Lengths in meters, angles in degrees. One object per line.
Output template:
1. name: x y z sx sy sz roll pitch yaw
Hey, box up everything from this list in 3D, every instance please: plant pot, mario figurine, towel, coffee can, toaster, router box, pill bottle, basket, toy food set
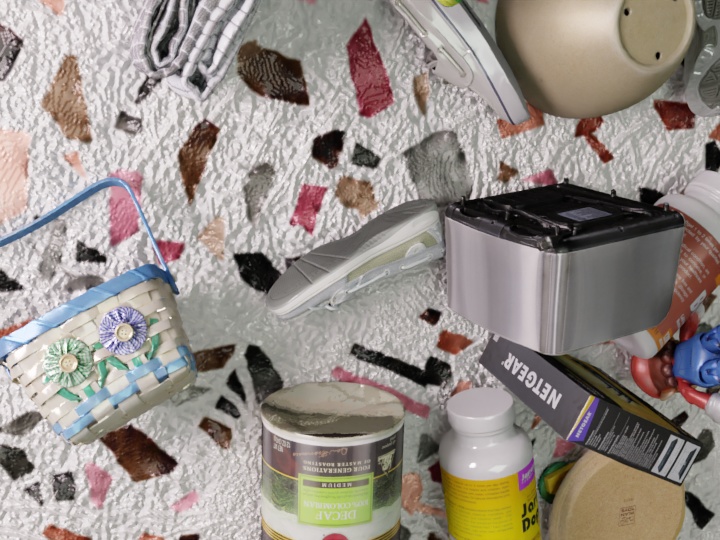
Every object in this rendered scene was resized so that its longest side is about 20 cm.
1. plant pot: 0.252 -0.248 0.941 0.198 0.134 0.203 -5 104 -19
2. mario figurine: 0.387 0.099 1.049 0.106 0.200 0.124 43 72 -4
3. towel: -0.123 -0.245 0.784 0.085 0.166 0.202 26 93 -18
4. coffee can: -0.029 0.231 0.950 0.144 0.146 0.203 -4 104 -19
5. toaster: 0.190 -0.011 0.935 0.198 0.180 0.120 -12 110 -30
6. router box: 0.235 0.137 0.996 0.156 0.200 0.053 24 98 -24
7. pill bottle: 0.141 0.236 1.037 0.103 0.104 0.203 -14 108 -17
8. basket: -0.239 0.037 0.836 0.175 0.139 0.201 -32 78 -11
9. pill bottle: 0.343 -0.010 1.047 0.200 0.112 0.112 -46 114 -4
10. toy food set: 0.310 0.285 1.145 0.198 0.049 0.200 -20 109 -14

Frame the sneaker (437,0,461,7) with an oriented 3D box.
1. sneaker: 0.124 -0.313 0.872 0.074 0.083 0.201 49 49 -24

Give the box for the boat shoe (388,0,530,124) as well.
1. boat shoe: 0.094 -0.215 0.928 0.065 0.072 0.200 -31 121 21

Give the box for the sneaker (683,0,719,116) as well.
1. sneaker: 0.381 -0.262 1.017 0.077 0.100 0.202 -5 133 9

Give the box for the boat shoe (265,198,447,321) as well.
1. boat shoe: 0.000 -0.001 0.943 0.201 0.074 0.065 -32 114 -20
